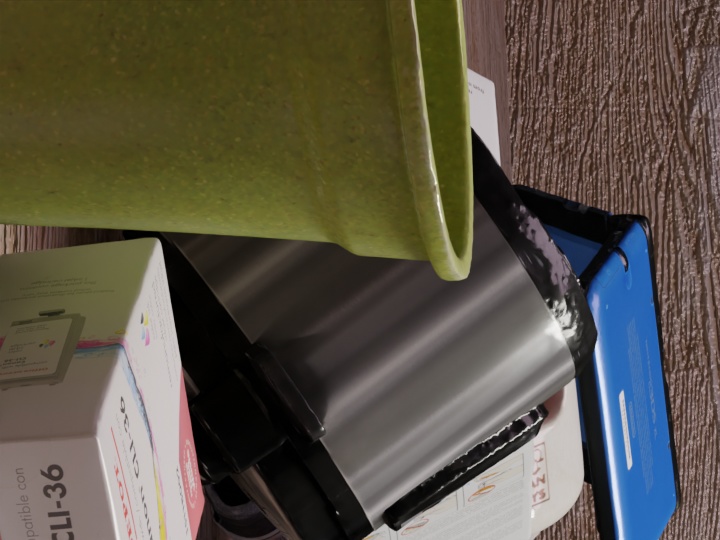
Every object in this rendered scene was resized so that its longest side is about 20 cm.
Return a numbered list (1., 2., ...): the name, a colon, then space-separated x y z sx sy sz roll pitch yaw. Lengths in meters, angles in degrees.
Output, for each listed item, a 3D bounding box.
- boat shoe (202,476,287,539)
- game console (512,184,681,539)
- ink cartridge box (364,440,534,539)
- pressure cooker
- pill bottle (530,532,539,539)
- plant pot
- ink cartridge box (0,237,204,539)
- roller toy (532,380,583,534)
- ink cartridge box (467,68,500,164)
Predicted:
1. boat shoe: -0.059 0.033 1.397 0.068 0.071 0.201 57 32 -66
2. game console: 0.125 0.068 1.727 0.171 0.118 0.201 -47 132 -57
3. ink cartridge box: 0.006 0.125 1.401 0.050 0.161 0.200 60 -8 22
4. pressure cooker: -0.020 0.025 1.224 0.179 0.200 0.176 49 -9 35
5. pill bottle: 0.047 0.097 1.881 0.111 0.110 0.201 77 -8 -46
6. plant pot: -0.063 -0.089 0.977 0.200 0.183 0.202 -5 90 -84
7. ink cartridge box: -0.105 0.083 0.982 0.200 0.067 0.117 -80 163 -65
8. roller toy: 0.035 0.089 1.621 0.200 0.181 0.141 -64 148 -76
9. ink cartridge box: 0.000 0.000 1.481 0.084 0.144 0.201 23 54 -42
